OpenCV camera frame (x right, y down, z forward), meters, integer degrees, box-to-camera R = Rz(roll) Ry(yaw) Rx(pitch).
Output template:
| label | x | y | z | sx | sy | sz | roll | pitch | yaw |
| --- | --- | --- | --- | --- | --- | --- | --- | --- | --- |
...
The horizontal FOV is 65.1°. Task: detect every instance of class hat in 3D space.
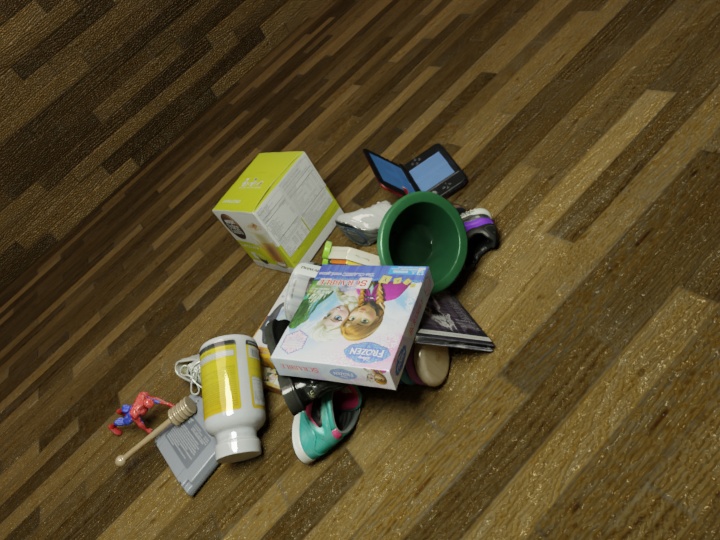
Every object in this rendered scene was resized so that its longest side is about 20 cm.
| label | x | y | z | sx | sy | sz | roll | pitch | yaw |
| --- | --- | --- | --- | --- | --- | --- | --- | --- | --- |
| hat | 0.088 | -0.045 | 1.016 | 0.199 | 0.168 | 0.175 | -40 | 8 | -18 |

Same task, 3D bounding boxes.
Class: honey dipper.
| label | x | y | z | sx | sy | sz | roll | pitch | yaw |
| --- | --- | --- | --- | --- | --- | --- | --- | --- | --- |
| honey dipper | -0.411 | 0.323 | 1.118 | 0.198 | 0.038 | 0.038 | -37 | 35 | 5 |

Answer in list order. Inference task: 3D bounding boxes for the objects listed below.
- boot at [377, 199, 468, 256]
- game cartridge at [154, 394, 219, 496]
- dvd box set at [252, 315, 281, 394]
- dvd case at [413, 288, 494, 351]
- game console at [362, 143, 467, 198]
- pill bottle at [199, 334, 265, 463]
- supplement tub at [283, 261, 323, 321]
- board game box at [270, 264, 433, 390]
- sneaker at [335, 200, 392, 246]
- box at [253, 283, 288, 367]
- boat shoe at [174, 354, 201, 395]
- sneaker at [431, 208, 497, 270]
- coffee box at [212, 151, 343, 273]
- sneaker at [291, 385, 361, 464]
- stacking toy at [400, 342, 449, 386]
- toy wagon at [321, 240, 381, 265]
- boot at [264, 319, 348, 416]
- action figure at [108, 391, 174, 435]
| label | x | y | z | sx | sy | sz | roll | pitch | yaw |
| --- | --- | --- | --- | --- | --- | --- | --- | --- | --- |
| boot | 0.118 | -0.077 | 1.128 | 0.195 | 0.076 | 0.098 | -26 | 25 | 2 |
| game cartridge | -0.319 | 0.326 | 1.093 | 0.135 | 0.041 | 0.198 | -52 | 37 | -12 |
| dvd box set | -0.159 | 0.168 | 1.126 | 0.196 | 0.030 | 0.149 | 4 | 53 | 43 |
| dvd case | 0.113 | 0.062 | 0.922 | 0.016 | 0.144 | 0.201 | -69 | 27 | 23 |
| game console | 0.117 | -0.234 | 1.249 | 0.169 | 0.120 | 0.202 | -32 | 36 | 8 |
| pill bottle | -0.227 | 0.228 | 1.009 | 0.109 | 0.112 | 0.206 | -21 | 64 | 20 |
| supplement tub | -0.028 | 0.062 | 1.006 | 0.193 | 0.125 | 0.125 | 11 | 52 | 17 |
| board game box | -0.008 | 0.074 | 0.843 | 0.193 | 0.042 | 0.202 | 0 | 43 | 27 |
| sneaker | 0.031 | -0.106 | 1.223 | 0.195 | 0.075 | 0.089 | 7 | 60 | 35 |
| box | -0.135 | 0.098 | 1.123 | 0.116 | 0.042 | 0.204 | 0 | 52 | 40 |
| boat shoe | -0.331 | 0.211 | 1.164 | 0.198 | 0.084 | 0.078 | 6 | 97 | 47 |
| sneaker | 0.161 | -0.033 | 1.030 | 0.196 | 0.070 | 0.101 | -30 | 38 | 13 |
| coffee box | -0.197 | -0.142 | 1.358 | 0.196 | 0.200 | 0.202 | 9 | 55 | 46 |
| sneaker | -0.057 | 0.205 | 0.946 | 0.118 | 0.084 | 0.204 | -29 | 44 | 21 |
| stacking toy | 0.047 | 0.152 | 0.932 | 0.196 | 0.086 | 0.087 | -14 | 40 | 41 |
| toy wagon | 0.000 | 0.000 | 1.077 | 0.200 | 0.150 | 0.041 | 111 | 176 | -76 |
| boot | -0.064 | 0.126 | 0.915 | 0.154 | 0.081 | 0.213 | -28 | 38 | -3 |
| action figure | -0.468 | 0.318 | 1.220 | 0.199 | 0.098 | 0.067 | -35 | 29 | 46 |
